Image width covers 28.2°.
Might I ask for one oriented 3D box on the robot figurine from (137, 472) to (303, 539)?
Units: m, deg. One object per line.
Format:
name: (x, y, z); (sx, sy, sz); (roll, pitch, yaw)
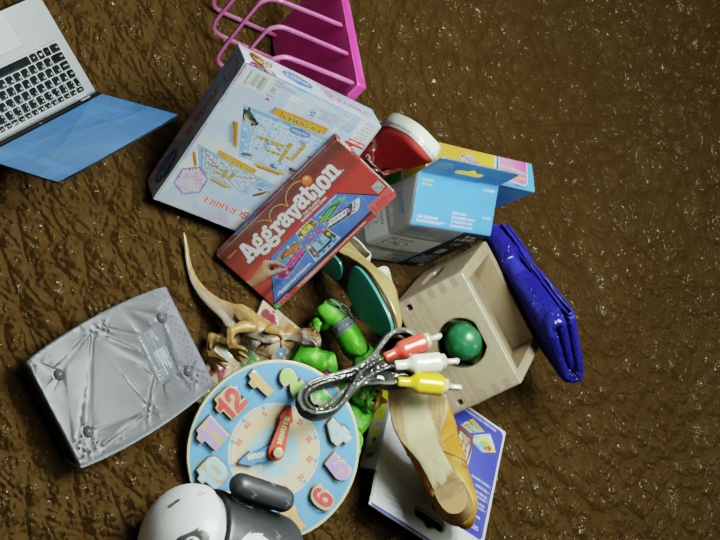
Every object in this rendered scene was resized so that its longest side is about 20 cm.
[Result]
robot figurine: (-0.137, 0.300, 1.495); (0.199, 0.124, 0.152); (28, 57, -31)

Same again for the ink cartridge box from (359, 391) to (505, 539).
ink cartridge box: (0.087, 0.246, 1.783); (0.197, 0.047, 0.202); (37, 54, -29)

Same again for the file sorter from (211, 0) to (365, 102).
file sorter: (-0.096, -0.270, 1.713); (0.124, 0.139, 0.202); (18, 47, -34)

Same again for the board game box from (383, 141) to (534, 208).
board game box: (0.105, -0.112, 1.859); (0.198, 0.152, 0.041); (8, 70, -40)

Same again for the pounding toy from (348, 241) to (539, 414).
pounding toy: (0.109, 0.072, 1.804); (0.186, 0.141, 0.200); (61, 21, -6)

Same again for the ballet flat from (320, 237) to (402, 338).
ballet flat: (0.000, 0.000, 1.717); (0.063, 0.069, 0.200); (-22, 54, -34)

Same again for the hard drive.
hard drive: (-0.257, 0.112, 1.516); (0.199, 0.042, 0.136); (-31, 96, -45)

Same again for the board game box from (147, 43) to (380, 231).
board game box: (-0.110, -0.135, 1.646); (0.198, 0.200, 0.041); (22, 27, -35)

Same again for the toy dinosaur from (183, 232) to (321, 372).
toy dinosaur: (-0.143, 0.057, 1.633); (0.198, 0.061, 0.107); (29, 48, -3)

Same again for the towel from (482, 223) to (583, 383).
towel: (0.232, 0.039, 1.887); (0.201, 0.049, 0.148); (61, -1, 40)

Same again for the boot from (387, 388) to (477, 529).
boot: (0.085, 0.207, 1.691); (0.144, 0.070, 0.204); (68, 2, -74)

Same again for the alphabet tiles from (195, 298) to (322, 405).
alphabet tiles: (-0.111, 0.140, 1.665); (0.166, 0.006, 0.202); (40, 51, -24)

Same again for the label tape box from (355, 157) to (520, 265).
label tape box: (0.087, -0.069, 1.791); (0.143, 0.199, 0.064); (7, 69, -40)

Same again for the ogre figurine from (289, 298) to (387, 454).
ogre figurine: (-0.032, 0.139, 1.674); (0.119, 0.098, 0.201); (30, 38, -10)

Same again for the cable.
cable: (0.015, 0.108, 1.595); (0.197, 0.050, 0.098); (-6, 60, -29)

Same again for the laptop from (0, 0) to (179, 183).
laptop: (-0.332, -0.197, 1.515); (0.187, 0.115, 0.202); (-37, 100, -45)

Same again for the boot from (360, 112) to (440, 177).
boot: (0.006, -0.113, 1.712); (0.072, 0.199, 0.145); (46, 73, -21)

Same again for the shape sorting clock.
shape sorting clock: (-0.095, 0.199, 1.581); (0.197, 0.039, 0.203); (0, 91, -15)

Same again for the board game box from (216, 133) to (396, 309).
board game box: (-0.064, -0.055, 1.668); (0.103, 0.200, 0.020); (41, 15, -21)
